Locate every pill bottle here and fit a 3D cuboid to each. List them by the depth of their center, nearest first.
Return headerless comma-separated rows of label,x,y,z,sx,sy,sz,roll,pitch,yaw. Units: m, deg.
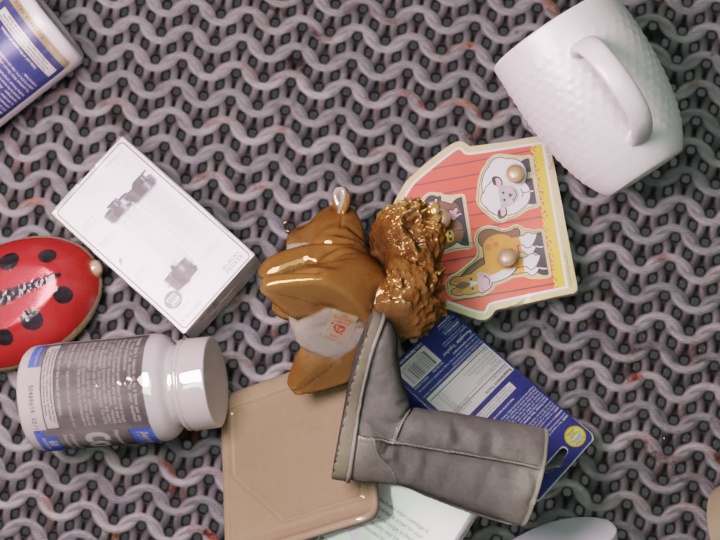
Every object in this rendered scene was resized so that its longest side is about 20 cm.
pill bottle,-0.245,0.125,1.701,0.199,0.114,0.114,-6,82,11
pill bottle,-0.410,-0.211,1.773,0.200,0.111,0.111,-38,80,1

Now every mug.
mug,0.243,-0.174,1.636,0.147,0.200,0.176,-32,86,-2

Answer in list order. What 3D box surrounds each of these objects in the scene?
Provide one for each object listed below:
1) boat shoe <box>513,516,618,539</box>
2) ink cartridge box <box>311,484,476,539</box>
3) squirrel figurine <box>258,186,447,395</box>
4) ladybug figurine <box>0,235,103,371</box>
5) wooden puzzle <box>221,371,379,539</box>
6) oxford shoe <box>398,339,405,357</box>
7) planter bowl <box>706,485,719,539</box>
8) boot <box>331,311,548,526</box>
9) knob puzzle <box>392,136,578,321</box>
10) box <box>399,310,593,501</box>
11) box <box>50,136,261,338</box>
boat shoe,0.172,0.315,1.652,0.200,0.072,0.068,-24,115,-10
ink cartridge box,0.019,0.272,1.666,0.145,0.084,0.200,33,88,11
squirrel figurine,0.000,0.000,1.647,0.199,0.187,0.142,-14,122,13
ladybug figurine,-0.371,0.032,1.756,0.200,0.072,0.136,-27,80,3
wooden puzzle,-0.061,0.188,1.656,0.185,0.037,0.201,-21,52,27
oxford shoe,0.006,0.080,1.707,0.075,0.058,0.200,-34,78,5
planter bowl,0.420,0.248,1.576,0.134,0.200,0.201,-23,79,32
boot,0.083,0.142,1.558,0.199,0.073,0.182,11,100,0
knob puzzle,0.113,-0.044,1.708,0.219,0.030,0.220,-3,75,10
box,0.129,0.143,1.662,0.200,0.032,0.121,41,50,12
box,-0.217,-0.034,1.746,0.200,0.060,0.117,40,85,10
